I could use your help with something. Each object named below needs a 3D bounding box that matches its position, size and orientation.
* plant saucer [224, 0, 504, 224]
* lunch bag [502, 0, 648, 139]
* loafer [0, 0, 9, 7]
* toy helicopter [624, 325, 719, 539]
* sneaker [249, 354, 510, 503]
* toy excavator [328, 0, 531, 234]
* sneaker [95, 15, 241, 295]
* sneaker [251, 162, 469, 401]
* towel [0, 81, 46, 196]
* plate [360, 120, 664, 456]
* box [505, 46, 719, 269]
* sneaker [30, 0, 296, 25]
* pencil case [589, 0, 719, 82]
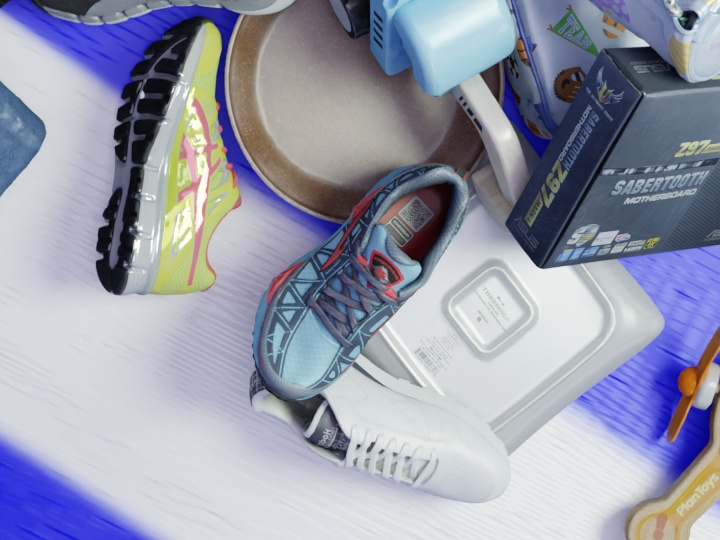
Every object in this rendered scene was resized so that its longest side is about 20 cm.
[{"bbox_3d":[0.001,-0.132,1.395,0.200,0.037,0.201,-1,93,-12],"label":"plant saucer"},{"bbox_3d":[0.171,-0.197,1.398,0.160,0.076,0.200,-16,98,-7],"label":"lunch bag"},{"bbox_3d":[-0.315,-0.178,1.349,0.200,0.071,0.073,-30,143,4],"label":"loafer"},{"bbox_3d":[0.262,0.127,1.439,0.132,0.079,0.200,44,93,-8],"label":"toy helicopter"},{"bbox_3d":[0.012,0.116,1.393,0.200,0.081,0.076,28,119,-3],"label":"sneaker"},{"bbox_3d":[0.065,-0.137,1.331,0.100,0.195,0.200,-28,71,-9],"label":"toy excavator"},{"bbox_3d":[-0.121,-0.075,1.380,0.090,0.078,0.200,13,90,-31],"label":"sneaker"},{"bbox_3d":[0.000,0.000,1.329,0.079,0.096,0.200,39,78,-7],"label":"sneaker"},{"bbox_3d":[-0.309,-0.114,1.313,0.112,0.049,0.200,-45,129,5],"label":"towel"},{"bbox_3d":[0.091,0.027,1.429,0.200,0.032,0.200,-39,99,-2],"label":"plate"},{"bbox_3d":[0.213,-0.080,1.342,0.200,0.051,0.158,-8,138,-37],"label":"box"},{"bbox_3d":[-0.141,-0.217,1.315,0.199,0.116,0.075,-2,76,9],"label":"sneaker"},{"bbox_3d":[0.168,-0.203,1.269,0.091,0.200,0.083,-19,141,-41],"label":"pencil case"}]
